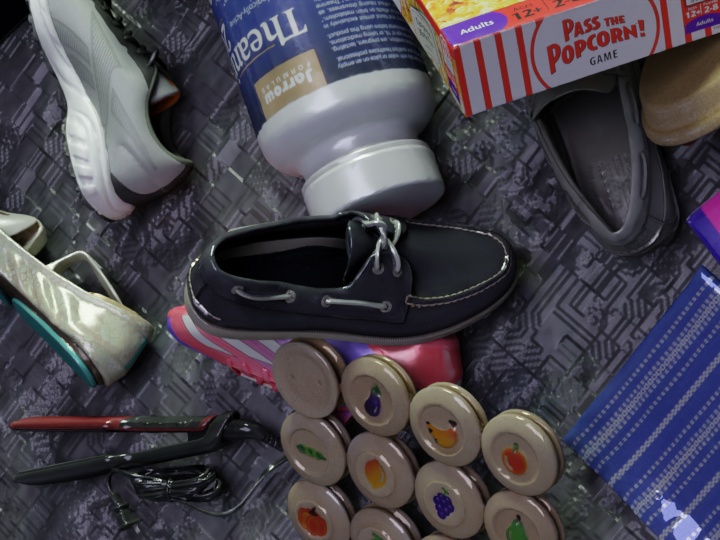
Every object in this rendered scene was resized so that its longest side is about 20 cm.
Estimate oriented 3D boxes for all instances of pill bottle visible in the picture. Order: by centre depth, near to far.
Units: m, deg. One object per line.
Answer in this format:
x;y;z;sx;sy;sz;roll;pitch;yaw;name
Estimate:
-0.021;-0.125;1.206;0.111;0.111;0.200;-25;74;21;pill bottle

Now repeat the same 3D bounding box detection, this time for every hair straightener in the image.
-0.135;0.130;1.280;0.200;0.041;0.077;-3;84;20;hair straightener

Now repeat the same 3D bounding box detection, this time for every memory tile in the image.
0.032;0.125;1.158;0.200;0.017;0.153;19;123;34;memory tile

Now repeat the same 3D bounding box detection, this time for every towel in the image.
0.215;0.116;1.098;0.200;0.024;0.145;48;123;21;towel

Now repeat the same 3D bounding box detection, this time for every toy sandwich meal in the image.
0.236;-0.136;1.075;0.070;0.205;0.205;37;103;-15;toy sandwich meal

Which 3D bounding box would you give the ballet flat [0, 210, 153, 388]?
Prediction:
-0.216;0.002;1.323;0.200;0.067;0.062;40;74;19;ballet flat

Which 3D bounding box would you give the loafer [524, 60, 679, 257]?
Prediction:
0.129;-0.104;1.149;0.070;0.070;0.200;-27;74;20;loafer

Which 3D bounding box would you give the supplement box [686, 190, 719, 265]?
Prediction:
0.291;-0.047;1.058;0.200;0.103;0.101;-40;70;18;supplement box

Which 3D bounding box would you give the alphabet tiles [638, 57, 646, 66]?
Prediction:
0.137;-0.206;1.199;0.167;0.008;0.200;46;104;22;alphabet tiles

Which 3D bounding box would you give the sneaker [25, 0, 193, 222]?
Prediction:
-0.163;-0.136;1.303;0.079;0.074;0.200;-20;83;13;sneaker

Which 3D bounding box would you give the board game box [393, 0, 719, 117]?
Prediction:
0.094;-0.171;1.096;0.151;0.046;0.200;-19;36;-6;board game box

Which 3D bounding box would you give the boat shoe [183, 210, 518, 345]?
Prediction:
0.000;0.000;1.145;0.200;0.063;0.073;-5;63;-12;boat shoe

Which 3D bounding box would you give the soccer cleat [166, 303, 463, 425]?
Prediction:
-0.033;0.056;1.222;0.200;0.067;0.077;5;91;23;soccer cleat

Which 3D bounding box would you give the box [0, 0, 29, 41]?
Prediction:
-0.322;-0.249;1.311;0.104;0.200;0.182;-39;70;17;box
